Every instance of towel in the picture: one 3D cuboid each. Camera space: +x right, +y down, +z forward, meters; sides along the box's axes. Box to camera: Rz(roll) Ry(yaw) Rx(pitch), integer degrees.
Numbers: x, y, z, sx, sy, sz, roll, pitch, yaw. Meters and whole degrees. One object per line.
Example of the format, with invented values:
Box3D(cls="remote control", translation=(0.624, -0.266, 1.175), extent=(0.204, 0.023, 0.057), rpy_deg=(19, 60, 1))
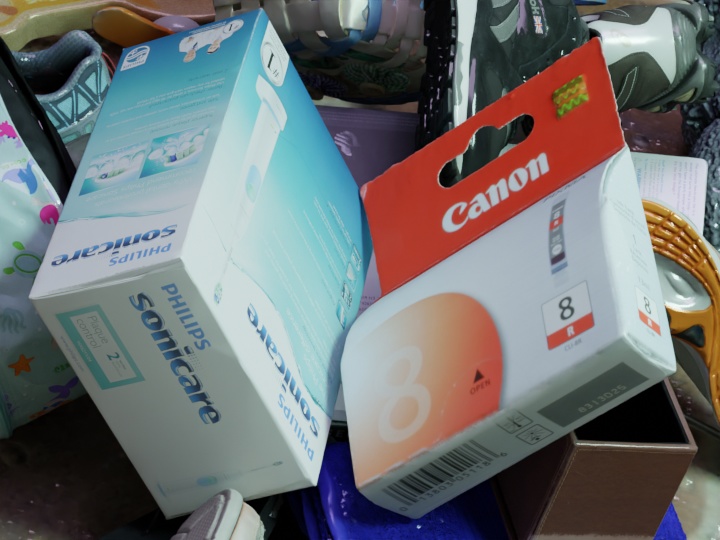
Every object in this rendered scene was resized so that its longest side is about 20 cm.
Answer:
Box3D(cls="towel", translation=(0.071, 0.137, 1.358), extent=(0.199, 0.050, 0.148), rpy_deg=(1, 49, -23))

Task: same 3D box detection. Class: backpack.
Box3D(cls="backpack", translation=(-0.201, -0.018, 1.410), extent=(0.150, 0.178, 0.200), rpy_deg=(-28, 53, -14))

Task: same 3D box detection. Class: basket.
Box3D(cls="basket", translation=(0.020, -0.166, 1.643), extent=(0.199, 0.140, 0.176), rpy_deg=(-5, 3, -42))

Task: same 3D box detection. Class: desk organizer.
Box3D(cls="desk organizer", translation=(0.095, 0.044, 1.384), extent=(0.071, 0.077, 0.201), rpy_deg=(4, 41, -21))

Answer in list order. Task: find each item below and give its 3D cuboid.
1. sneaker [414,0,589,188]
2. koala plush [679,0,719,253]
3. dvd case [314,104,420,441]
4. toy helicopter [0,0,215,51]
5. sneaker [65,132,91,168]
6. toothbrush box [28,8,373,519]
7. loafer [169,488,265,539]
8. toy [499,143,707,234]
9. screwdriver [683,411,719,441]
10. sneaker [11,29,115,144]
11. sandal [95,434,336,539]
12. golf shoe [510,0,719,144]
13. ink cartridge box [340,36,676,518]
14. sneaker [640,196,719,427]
Box3D(cls="sneaker", translation=(0.080, -0.113, 1.484), extent=(0.087, 0.076, 0.201), rpy_deg=(11, 57, -9))
Box3D(cls="koala plush", translation=(0.237, -0.070, 1.635), extent=(0.176, 0.184, 0.201), rpy_deg=(11, 58, 27))
Box3D(cls="dvd case", translation=(0.000, 0.000, 1.514), extent=(0.149, 0.025, 0.201), rpy_deg=(5, 58, -11))
Box3D(cls="toy helicopter", translation=(-0.147, -0.159, 1.712), extent=(0.199, 0.079, 0.133), rpy_deg=(-14, 56, -18))
Box3D(cls="sneaker", translation=(-0.098, -0.043, 1.576), extent=(0.199, 0.060, 0.104), rpy_deg=(-27, 53, -37))
Box3D(cls="toothbrush box", translation=(-0.070, -0.005, 1.362), extent=(0.085, 0.147, 0.201), rpy_deg=(-15, 36, 21))
Box3D(cls="loafer", translation=(-0.082, 0.187, 1.257), extent=(0.063, 0.072, 0.201), rpy_deg=(40, 45, -14))
Box3D(cls="toy", translation=(0.090, -0.012, 1.581), extent=(0.198, 0.047, 0.116), rpy_deg=(6, 65, 2))
Box3D(cls="screwdriver", translation=(0.134, 0.056, 1.501), extent=(0.199, 0.028, 0.029), rpy_deg=(26, 23, -15))
Box3D(cls="sneaker", translation=(-0.231, -0.097, 1.571), extent=(0.199, 0.096, 0.079), rpy_deg=(-9, 40, -27))
Box3D(cls="sandal", translation=(-0.071, 0.125, 1.364), extent=(0.076, 0.043, 0.200), rpy_deg=(31, 40, 24))
Box3D(cls="golf shoe", translation=(0.113, -0.105, 1.607), extent=(0.094, 0.200, 0.078), rpy_deg=(0, 70, -32))
Box3D(cls="ink cartridge box", translation=(0.059, -0.005, 1.333), extent=(0.050, 0.162, 0.201), rpy_deg=(28, 40, -43))
Box3D(cls="sneaker", translation=(0.190, 0.027, 1.502), extent=(0.200, 0.076, 0.092), rpy_deg=(48, 6, -15))
